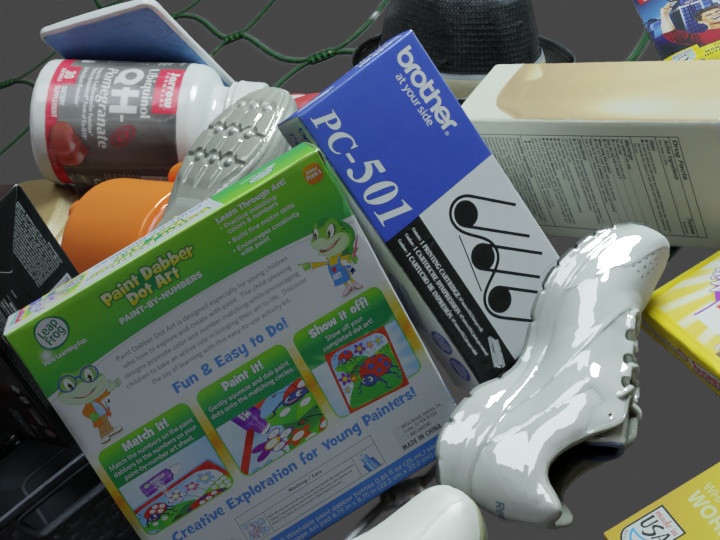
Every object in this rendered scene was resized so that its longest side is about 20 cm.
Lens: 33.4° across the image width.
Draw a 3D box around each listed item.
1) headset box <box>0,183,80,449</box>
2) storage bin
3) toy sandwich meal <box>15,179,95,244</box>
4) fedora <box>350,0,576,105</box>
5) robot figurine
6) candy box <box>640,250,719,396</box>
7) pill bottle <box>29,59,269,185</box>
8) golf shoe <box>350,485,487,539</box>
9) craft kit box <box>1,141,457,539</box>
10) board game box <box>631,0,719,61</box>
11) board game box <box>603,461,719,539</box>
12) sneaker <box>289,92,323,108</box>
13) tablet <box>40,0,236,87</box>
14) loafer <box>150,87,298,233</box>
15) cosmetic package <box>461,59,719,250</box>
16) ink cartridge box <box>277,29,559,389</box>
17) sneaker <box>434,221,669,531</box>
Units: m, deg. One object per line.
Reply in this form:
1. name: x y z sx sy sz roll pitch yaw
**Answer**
1. headset box: -0.257 0.023 0.754 0.199 0.149 0.075 5 45 38
2. storage bin: -0.211 0.123 0.806 0.135 0.094 0.200 -38 34 -16
3. toy sandwich meal: -0.314 -0.008 1.085 0.204 0.071 0.206 -22 34 15
4. fedora: 0.083 -0.208 0.997 0.198 0.092 0.201 -3 29 1
5. robot figurine: -0.150 -0.013 0.921 0.199 0.117 0.144 9 38 40
6. candy box: 0.267 -0.003 0.693 0.199 0.027 0.102 -32 30 -6
7. pill bottle: -0.181 -0.128 1.064 0.198 0.111 0.111 3 39 7
8. golf shoe: -0.016 0.175 0.590 0.200 0.092 0.072 -43 37 -17
9. craft kit box: -0.066 0.062 0.688 0.199 0.199 0.049 -30 19 -5
10. board game box: 0.313 -0.200 0.895 0.198 0.062 0.201 -19 33 13
11. board game box: 0.231 0.125 0.532 0.199 0.041 0.153 -31 33 -4
12. sneaker: -0.053 -0.096 0.992 0.112 0.072 0.200 2 27 34
13. tablet: -0.185 -0.178 1.108 0.129 0.200 0.014 -8 61 27
14. loafer: -0.096 -0.035 0.824 0.070 0.070 0.201 16 69 39
15. cosmetic package: 0.170 -0.079 0.796 0.199 0.106 0.071 8 47 40
16. ink cartridge box: 0.045 -0.035 0.736 0.094 0.201 0.044 -39 12 -18
17. sneaker: 0.126 0.062 0.674 0.087 0.075 0.201 22 70 38
